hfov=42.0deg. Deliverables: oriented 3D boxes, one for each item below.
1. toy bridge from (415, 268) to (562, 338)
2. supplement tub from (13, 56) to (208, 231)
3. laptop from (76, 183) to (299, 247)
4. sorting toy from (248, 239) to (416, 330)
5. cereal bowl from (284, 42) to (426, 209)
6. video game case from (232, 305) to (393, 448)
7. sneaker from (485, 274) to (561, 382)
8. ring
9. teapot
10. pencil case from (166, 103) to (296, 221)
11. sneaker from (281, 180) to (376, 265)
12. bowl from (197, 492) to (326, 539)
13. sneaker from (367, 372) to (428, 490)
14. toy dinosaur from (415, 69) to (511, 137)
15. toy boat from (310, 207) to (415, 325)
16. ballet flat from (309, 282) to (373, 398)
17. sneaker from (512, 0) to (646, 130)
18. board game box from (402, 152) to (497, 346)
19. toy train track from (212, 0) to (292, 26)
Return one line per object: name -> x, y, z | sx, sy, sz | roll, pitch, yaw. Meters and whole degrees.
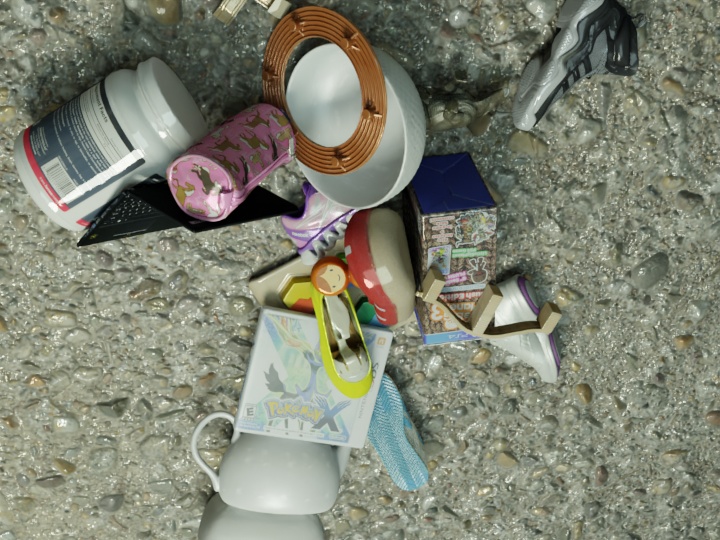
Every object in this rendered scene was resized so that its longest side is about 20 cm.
toy bridge -> 0.158, 0.052, 1.195 | 0.199, 0.027, 0.067 | 15, 118, -22
supplement tub -> -0.296, -0.150, 1.121 | 0.199, 0.141, 0.141 | -29, 122, 9
laptop -> -0.209, -0.053, 1.133 | 0.200, 0.104, 0.177 | -37, 167, 38
sorting toy -> -0.035, 0.047, 1.348 | 0.199, 0.037, 0.186 | -25, 122, 7
cereal bowl -> 0.004, -0.182, 1.143 | 0.083, 0.200, 0.201 | -26, 135, -43
video game case -> -0.066, 0.156, 1.344 | 0.199, 0.022, 0.183 | 12, 99, -19
sneaker -> 0.238, 0.093, 1.410 | 0.099, 0.075, 0.201 | -20, 120, 20
ring -> -0.050, -0.209, 1.110 | 0.019, 0.200, 0.201 | -25, 134, -43
teapot -> -0.124, 0.280, 1.417 | 0.196, 0.200, 0.147 | 3, 86, 29
pencil case -> -0.143, -0.127, 1.078 | 0.086, 0.200, 0.083 | -13, 110, 26
sneaker -> -0.029, -0.100, 1.238 | 0.200, 0.081, 0.088 | -42, 100, 13
bowl -> -0.152, 0.392, 1.472 | 0.199, 0.200, 0.075 | 7, 89, -10
sneaker -> 0.046, 0.241, 1.463 | 0.076, 0.081, 0.201 | -20, 103, 6
toy dinosaur -> 0.092, -0.204, 1.184 | 0.199, 0.077, 0.102 | -2, 156, 8
toy boat -> 0.000, 0.000, 1.206 | 0.130, 0.131, 0.200 | -10, 163, 1
ballet flat -> -0.024, 0.097, 1.296 | 0.066, 0.067, 0.201 | -19, 108, -13
sneaker -> 0.280, -0.252, 1.183 | 0.113, 0.076, 0.201 | 21, 112, -18
board game box -> 0.116, -0.030, 1.249 | 0.096, 0.160, 0.201 | -7, 122, -4
toy train track -> -0.165, -0.354, 1.078 | 0.199, 0.033, 0.115 | 31, 113, -23
